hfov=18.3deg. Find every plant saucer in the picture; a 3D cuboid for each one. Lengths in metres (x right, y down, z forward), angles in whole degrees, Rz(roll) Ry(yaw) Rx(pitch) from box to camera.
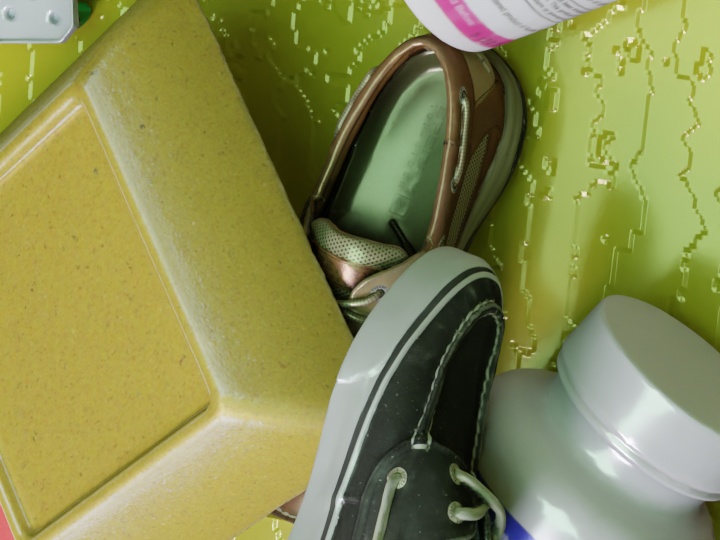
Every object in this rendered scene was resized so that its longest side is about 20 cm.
[{"bbox_3d":[-0.105,0.018,0.878,0.200,0.048,0.201,-37,71,39],"label":"plant saucer"}]

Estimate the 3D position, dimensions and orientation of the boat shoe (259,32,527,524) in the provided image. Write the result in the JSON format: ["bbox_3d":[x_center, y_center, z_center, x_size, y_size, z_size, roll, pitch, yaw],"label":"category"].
[{"bbox_3d":[0.000,0.000,0.861,0.075,0.074,0.201,17,88,23],"label":"boat shoe"}]

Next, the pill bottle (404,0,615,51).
[{"bbox_3d":[0.105,-0.162,0.794,0.199,0.113,0.114,-19,91,25],"label":"pill bottle"}]

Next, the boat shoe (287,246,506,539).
[{"bbox_3d":[0.017,0.090,0.778,0.063,0.071,0.201,14,78,33],"label":"boat shoe"}]

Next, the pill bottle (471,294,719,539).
[{"bbox_3d":[0.064,0.110,0.855,0.112,0.112,0.200,43,112,11],"label":"pill bottle"}]

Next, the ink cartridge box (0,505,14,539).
[{"bbox_3d":[-0.125,0.032,0.960,0.199,0.050,0.162,-19,90,22],"label":"ink cartridge box"}]

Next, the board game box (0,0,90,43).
[{"bbox_3d":[-0.209,-0.200,0.970,0.199,0.026,0.201,3,100,22],"label":"board game box"}]
